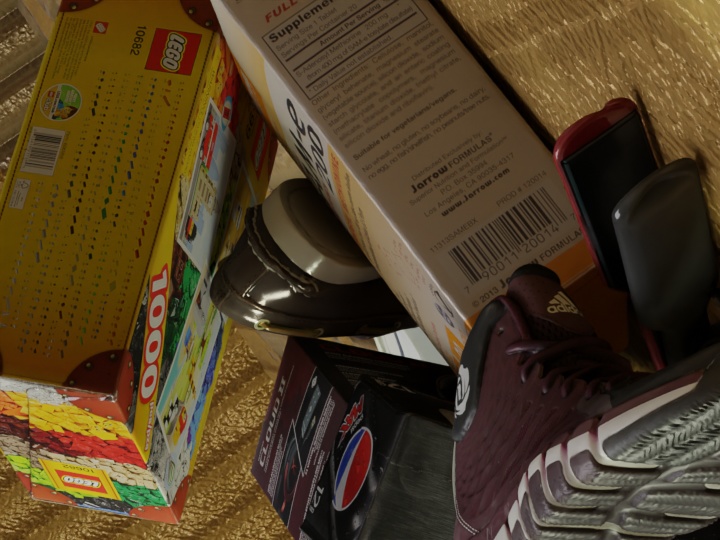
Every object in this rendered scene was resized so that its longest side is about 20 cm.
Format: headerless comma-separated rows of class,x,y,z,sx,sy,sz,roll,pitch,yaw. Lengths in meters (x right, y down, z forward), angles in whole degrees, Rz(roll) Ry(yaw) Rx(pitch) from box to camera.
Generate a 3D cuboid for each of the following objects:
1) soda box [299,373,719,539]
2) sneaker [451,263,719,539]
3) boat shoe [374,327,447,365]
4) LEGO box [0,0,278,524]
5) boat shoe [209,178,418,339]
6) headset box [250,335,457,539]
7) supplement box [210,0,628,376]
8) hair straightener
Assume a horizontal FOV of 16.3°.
soda box,0.083,0.107,0.986,0.200,0.071,0.063,19,-174,-20
sneaker,0.078,0.037,0.847,0.200,0.076,0.116,-44,44,50
boat shoe,0.039,0.032,1.340,0.066,0.072,0.200,54,174,48
LEGO box,-0.105,-0.009,1.122,0.077,0.200,0.149,9,156,11
boat shoe,0.000,0.000,1.184,0.072,0.060,0.200,53,-159,19
headset box,0.044,0.096,1.118,0.148,0.075,0.200,13,-168,-18
supplement box,0.025,-0.043,1.057,0.200,0.073,0.126,53,173,21
hair straightener,0.117,0.028,0.891,0.077,0.041,0.200,49,165,39
